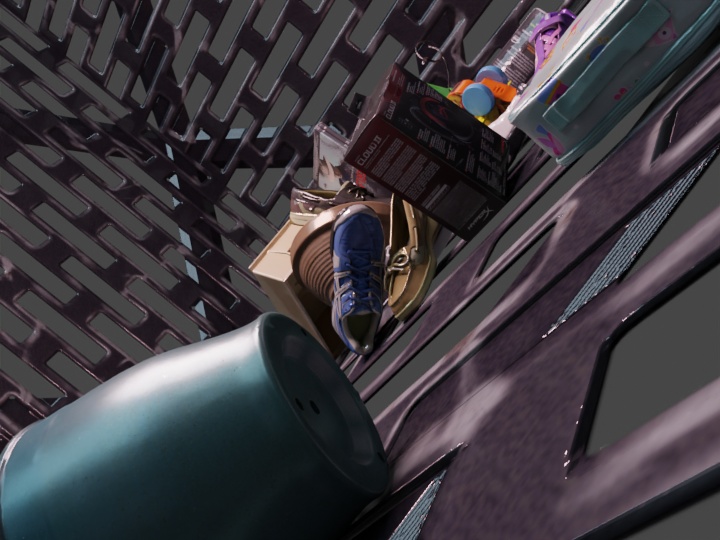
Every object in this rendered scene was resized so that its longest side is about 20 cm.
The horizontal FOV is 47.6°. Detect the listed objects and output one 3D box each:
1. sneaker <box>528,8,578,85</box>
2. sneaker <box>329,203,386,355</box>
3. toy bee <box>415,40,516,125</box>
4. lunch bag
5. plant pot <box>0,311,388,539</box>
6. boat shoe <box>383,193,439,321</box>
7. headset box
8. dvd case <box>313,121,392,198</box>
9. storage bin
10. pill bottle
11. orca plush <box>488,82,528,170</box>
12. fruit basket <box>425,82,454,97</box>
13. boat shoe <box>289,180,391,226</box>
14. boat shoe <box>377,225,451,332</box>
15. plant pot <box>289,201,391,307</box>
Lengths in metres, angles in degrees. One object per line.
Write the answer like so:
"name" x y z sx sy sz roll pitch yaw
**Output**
"sneaker" 0.240 -0.266 0.998 0.080 0.089 0.200 -13 24 28
"sneaker" 0.003 0.014 1.019 0.077 0.075 0.201 -117 22 -59
"toy bee" 0.171 -0.243 1.178 0.130 0.200 0.109 -30 -27 -28
"lunch bag" 0.208 -0.177 0.646 0.200 0.077 0.161 -50 4 38
"plant pot" -0.091 0.133 0.526 0.187 0.201 0.200 -35 5 10
"boat shoe" 0.055 -0.024 1.014 0.073 0.063 0.202 -47 21 45
"headset box" 0.075 -0.147 0.959 0.075 0.199 0.149 -49 15 35
"dvd case" 0.007 -0.136 1.303 0.022 0.200 0.146 -46 -17 -25
"storage bin" -0.059 0.006 1.370 0.093 0.201 0.199 14 55 40
"pill bottle" 0.268 -0.327 1.369 0.200 0.106 0.106 -51 3 16
"orca plush" 0.172 -0.157 1.093 0.071 0.105 0.201 17 -77 -56
"fruit basket" 0.133 -0.203 1.386 0.216 0.215 0.156 -51 19 15
"boat shoe" -0.019 -0.103 1.246 0.072 0.199 0.067 -39 -54 -63
"boat shoe" 0.051 -0.004 1.113 0.200 0.068 0.072 -51 2 6
"plant pot" 0.000 0.000 1.202 0.201 0.200 0.093 -50 40 36
